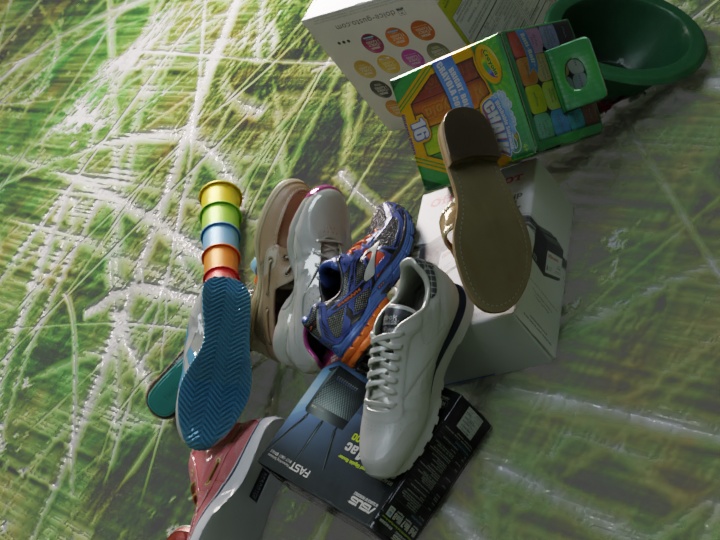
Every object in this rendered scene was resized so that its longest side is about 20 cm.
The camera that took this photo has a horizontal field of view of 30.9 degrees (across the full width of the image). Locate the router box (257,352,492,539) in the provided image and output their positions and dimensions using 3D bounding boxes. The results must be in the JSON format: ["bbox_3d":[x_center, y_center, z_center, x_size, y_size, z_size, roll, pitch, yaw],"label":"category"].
[{"bbox_3d":[0.010,0.169,1.264,0.199,0.062,0.150,18,68,51],"label":"router box"}]

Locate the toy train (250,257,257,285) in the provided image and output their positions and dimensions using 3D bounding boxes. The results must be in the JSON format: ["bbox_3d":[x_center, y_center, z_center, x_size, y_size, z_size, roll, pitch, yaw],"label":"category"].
[{"bbox_3d":[-0.050,0.019,1.494,0.200,0.055,0.151,50,119,45],"label":"toy train"}]

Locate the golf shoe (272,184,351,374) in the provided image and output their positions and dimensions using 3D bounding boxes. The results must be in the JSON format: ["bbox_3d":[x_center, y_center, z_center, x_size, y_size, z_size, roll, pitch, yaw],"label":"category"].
[{"bbox_3d":[-0.036,0.013,1.369,0.091,0.075,0.202,21,106,60],"label":"golf shoe"}]

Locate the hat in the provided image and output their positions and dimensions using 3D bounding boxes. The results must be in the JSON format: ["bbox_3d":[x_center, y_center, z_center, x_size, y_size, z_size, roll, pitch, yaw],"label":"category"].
[{"bbox_3d":[0.260,-0.190,1.428,0.198,0.177,0.167,5,45,0],"label":"hat"}]

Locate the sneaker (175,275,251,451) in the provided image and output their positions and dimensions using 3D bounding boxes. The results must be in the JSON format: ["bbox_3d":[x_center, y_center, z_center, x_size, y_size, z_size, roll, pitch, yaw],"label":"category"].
[{"bbox_3d":[-0.158,0.109,1.407,0.081,0.076,0.201,118,163,-52],"label":"sneaker"}]

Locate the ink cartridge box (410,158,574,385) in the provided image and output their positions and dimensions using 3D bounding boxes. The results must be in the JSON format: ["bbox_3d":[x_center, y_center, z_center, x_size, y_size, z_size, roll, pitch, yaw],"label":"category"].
[{"bbox_3d":[0.125,0.002,1.304,0.144,0.084,0.201,-17,43,33],"label":"ink cartridge box"}]

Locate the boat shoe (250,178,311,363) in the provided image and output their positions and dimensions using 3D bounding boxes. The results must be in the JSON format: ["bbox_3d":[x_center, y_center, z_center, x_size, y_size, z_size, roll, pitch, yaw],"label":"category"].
[{"bbox_3d":[-0.077,0.001,1.437,0.064,0.071,0.202,24,110,47],"label":"boat shoe"}]

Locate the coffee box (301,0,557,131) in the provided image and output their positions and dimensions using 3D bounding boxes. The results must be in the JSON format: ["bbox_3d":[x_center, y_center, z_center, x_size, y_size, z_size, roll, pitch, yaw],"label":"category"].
[{"bbox_3d":[0.093,-0.315,1.563,0.199,0.198,0.201,-4,49,44],"label":"coffee box"}]

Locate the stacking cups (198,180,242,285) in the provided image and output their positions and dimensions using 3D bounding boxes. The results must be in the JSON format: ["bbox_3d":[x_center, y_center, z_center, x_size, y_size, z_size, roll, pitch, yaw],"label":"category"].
[{"bbox_3d":[-0.180,-0.027,1.666,0.060,0.061,0.201,-27,42,22],"label":"stacking cups"}]

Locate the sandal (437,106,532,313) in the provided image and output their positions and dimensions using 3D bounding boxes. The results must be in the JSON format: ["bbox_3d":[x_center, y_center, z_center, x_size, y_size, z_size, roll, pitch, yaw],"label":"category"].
[{"bbox_3d":[0.109,-0.047,1.244,0.070,0.077,0.214,120,145,-63],"label":"sandal"}]

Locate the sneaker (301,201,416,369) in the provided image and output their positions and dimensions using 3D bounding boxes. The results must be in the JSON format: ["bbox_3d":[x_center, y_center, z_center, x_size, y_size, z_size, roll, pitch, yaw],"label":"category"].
[{"bbox_3d":[0.000,0.000,1.316,0.075,0.078,0.201,-52,13,48],"label":"sneaker"}]

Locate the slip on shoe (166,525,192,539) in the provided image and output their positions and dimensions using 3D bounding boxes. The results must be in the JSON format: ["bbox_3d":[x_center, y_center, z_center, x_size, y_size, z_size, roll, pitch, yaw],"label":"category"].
[{"bbox_3d":[-0.190,0.336,1.291,0.074,0.061,0.201,-24,38,28],"label":"slip on shoe"}]

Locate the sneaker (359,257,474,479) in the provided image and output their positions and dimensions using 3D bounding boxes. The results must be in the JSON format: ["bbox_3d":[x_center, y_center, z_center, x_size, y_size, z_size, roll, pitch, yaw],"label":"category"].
[{"bbox_3d":[0.034,0.088,1.186,0.076,0.080,0.202,4,69,39],"label":"sneaker"}]

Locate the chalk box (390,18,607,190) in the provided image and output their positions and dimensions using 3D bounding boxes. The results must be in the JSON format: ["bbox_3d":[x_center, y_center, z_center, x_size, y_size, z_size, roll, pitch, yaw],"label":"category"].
[{"bbox_3d":[0.153,-0.172,1.310,0.123,0.126,0.199,-19,1,-44],"label":"chalk box"}]

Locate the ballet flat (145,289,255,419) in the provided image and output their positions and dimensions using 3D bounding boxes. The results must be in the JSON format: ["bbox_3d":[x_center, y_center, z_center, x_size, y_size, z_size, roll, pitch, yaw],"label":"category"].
[{"bbox_3d":[-0.172,0.093,1.522,0.200,0.068,0.067,-40,-4,6],"label":"ballet flat"}]

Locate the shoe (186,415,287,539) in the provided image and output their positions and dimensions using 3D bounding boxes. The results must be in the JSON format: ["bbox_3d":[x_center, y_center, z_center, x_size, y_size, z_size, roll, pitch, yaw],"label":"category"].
[{"bbox_3d":[-0.144,0.238,1.344,0.090,0.072,0.201,-8,43,42],"label":"shoe"}]
